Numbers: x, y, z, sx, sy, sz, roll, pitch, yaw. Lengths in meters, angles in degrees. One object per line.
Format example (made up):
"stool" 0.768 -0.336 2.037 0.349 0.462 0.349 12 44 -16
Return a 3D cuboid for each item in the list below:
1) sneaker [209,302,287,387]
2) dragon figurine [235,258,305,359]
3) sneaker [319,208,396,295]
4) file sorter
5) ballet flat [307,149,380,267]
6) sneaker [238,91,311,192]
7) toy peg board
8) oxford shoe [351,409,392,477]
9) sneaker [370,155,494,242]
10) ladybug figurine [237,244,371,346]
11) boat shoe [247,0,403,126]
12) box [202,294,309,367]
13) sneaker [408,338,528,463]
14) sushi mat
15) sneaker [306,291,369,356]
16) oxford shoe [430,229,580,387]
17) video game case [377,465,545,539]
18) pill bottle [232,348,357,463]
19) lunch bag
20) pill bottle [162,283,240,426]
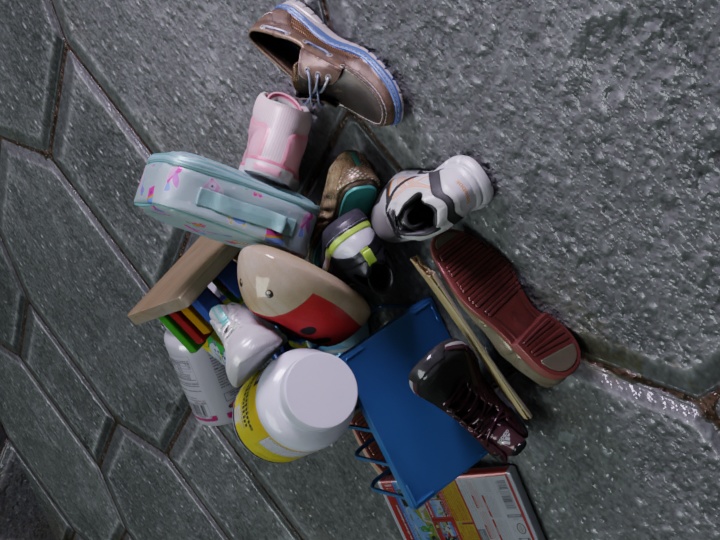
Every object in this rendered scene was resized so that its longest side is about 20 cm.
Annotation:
"sneaker" -0.138 0.073 1.367 0.089 0.075 0.200 47 180 0
"dragon figurine" -0.098 0.068 1.501 0.099 0.059 0.201 21 131 34
"sneaker" 0.000 0.000 1.358 0.083 0.072 0.200 54 177 14
"file sorter" 0.044 0.153 1.438 0.123 0.138 0.201 -3 116 61
"ballet flat" -0.021 -0.070 1.407 0.200 0.070 0.066 119 141 -54
"sneaker" -0.097 -0.151 1.429 0.075 0.105 0.200 15 178 -5
"toy peg board" -0.176 0.012 1.583 0.098 0.200 0.199 47 153 -15
"oxford shoe" 0.046 0.260 1.603 0.200 0.071 0.074 53 153 7
"sneaker" 0.054 -0.065 1.268 0.074 0.080 0.200 56 153 -5
"ladybug figurine" -0.066 0.034 1.358 0.135 0.072 0.200 17 170 39
"boat shoe" -0.040 -0.206 1.276 0.200 0.072 0.072 40 147 27
"box" -0.132 0.099 1.663 0.200 0.117 0.049 35 145 32
"sneaker" 0.130 0.146 1.302 0.116 0.076 0.200 46 -176 28
"sushi mat" 0.118 0.070 1.296 0.200 0.012 0.096 55 -179 -17
"sneaker" -0.060 0.080 1.577 0.200 0.079 0.131 18 132 49
"oxford shoe" 0.139 0.045 1.259 0.200 0.070 0.075 51 157 15
"video game case" 0.129 0.312 1.513 0.199 0.017 0.144 -12 110 37
"pill bottle" -0.070 0.149 1.347 0.112 0.112 0.200 55 157 2
"lunch bag" -0.147 -0.074 1.378 0.199 0.078 0.160 18 174 -21
"pill bottle" -0.230 0.124 1.836 0.113 0.113 0.201 16 131 49
